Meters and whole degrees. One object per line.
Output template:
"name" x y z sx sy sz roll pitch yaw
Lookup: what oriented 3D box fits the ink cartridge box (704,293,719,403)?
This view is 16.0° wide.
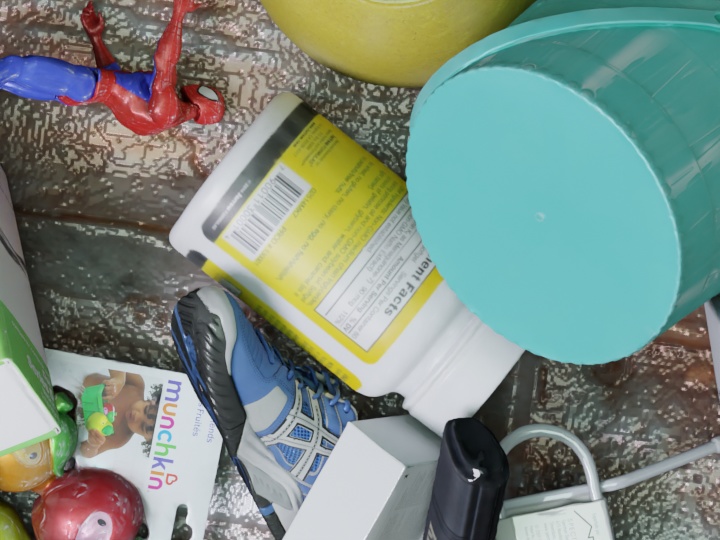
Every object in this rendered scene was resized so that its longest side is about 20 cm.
"ink cartridge box" 0.299 0.041 1.443 0.200 0.147 0.083 -12 94 4

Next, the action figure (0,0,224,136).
"action figure" -0.168 -0.134 1.483 0.200 0.065 0.099 12 80 -23

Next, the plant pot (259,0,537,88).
"plant pot" 0.023 -0.199 1.434 0.200 0.142 0.200 0 96 4

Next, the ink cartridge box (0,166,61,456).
"ink cartridge box" -0.264 0.020 1.455 0.145 0.084 0.200 -21 51 5

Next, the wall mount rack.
"wall mount rack" 0.151 0.176 1.510 0.174 0.075 0.200 -12 96 9

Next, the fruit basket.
"fruit basket" -0.190 0.138 1.516 0.200 0.094 0.185 12 97 -1

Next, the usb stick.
"usb stick" 0.053 0.165 1.473 0.033 0.055 0.200 -11 137 -20

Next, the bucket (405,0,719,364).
"bucket" 0.132 -0.057 1.391 0.207 0.135 0.207 23 130 30

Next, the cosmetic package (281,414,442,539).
"cosmetic package" -0.017 0.178 1.493 0.051 0.083 0.200 37 109 24

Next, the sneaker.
"sneaker" -0.050 0.074 1.481 0.077 0.076 0.200 -28 135 -4

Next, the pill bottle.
"pill bottle" 0.000 0.000 1.474 0.200 0.114 0.114 39 98 -2
